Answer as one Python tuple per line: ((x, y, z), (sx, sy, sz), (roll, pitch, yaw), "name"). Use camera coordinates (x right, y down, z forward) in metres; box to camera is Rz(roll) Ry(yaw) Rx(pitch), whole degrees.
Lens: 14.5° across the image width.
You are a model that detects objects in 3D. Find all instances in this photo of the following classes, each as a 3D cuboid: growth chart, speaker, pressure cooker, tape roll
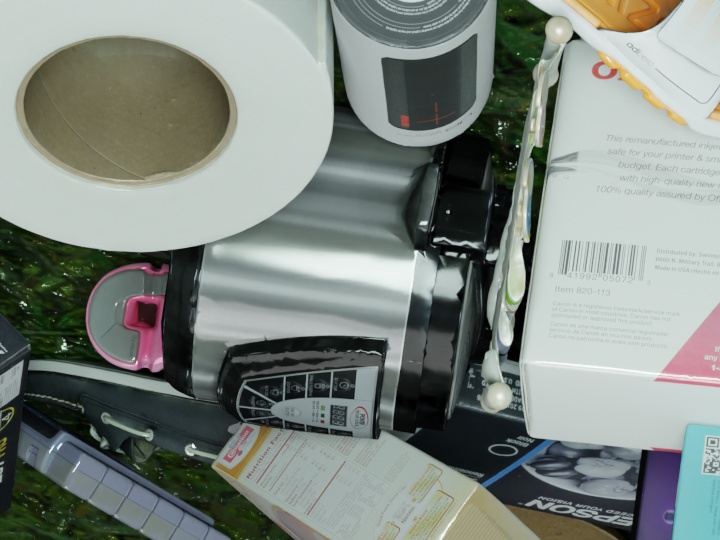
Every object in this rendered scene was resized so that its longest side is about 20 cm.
((0.079, -0.024, 1.398), (0.018, 0.201, 0.145), (9, -178, 1), "growth chart")
((0.027, -0.121, 1.381), (0.081, 0.082, 0.200), (9, 170, 3), "speaker")
((0.000, -0.003, 1.540), (0.199, 0.176, 0.180), (9, 109, 2), "pressure cooker")
((-0.112, -0.125, 1.396), (0.202, 0.140, 0.203), (-1, 140, -1), "tape roll")

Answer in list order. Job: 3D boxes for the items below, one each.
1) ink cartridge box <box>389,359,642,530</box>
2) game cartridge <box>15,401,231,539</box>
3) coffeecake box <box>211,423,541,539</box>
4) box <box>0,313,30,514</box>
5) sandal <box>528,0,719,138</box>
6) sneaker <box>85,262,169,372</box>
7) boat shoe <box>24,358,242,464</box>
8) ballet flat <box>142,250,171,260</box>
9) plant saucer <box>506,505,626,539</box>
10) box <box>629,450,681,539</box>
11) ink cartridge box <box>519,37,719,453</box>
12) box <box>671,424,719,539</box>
((0.105, 0.114, 1.734), (0.197, 0.044, 0.200), (14, 157, -18), "ink cartridge box")
((-0.175, 0.128, 1.820), (0.130, 0.038, 0.200), (39, 172, -29), "game cartridge")
((0.031, 0.154, 1.608), (0.153, 0.073, 0.200), (44, 169, -37), "coffeecake box")
((-0.275, 0.056, 1.748), (0.161, 0.049, 0.200), (46, 151, 18), "box")
((0.141, -0.137, 1.388), (0.206, 0.079, 0.059), (30, 142, -22), "sandal")
((-0.065, 0.040, 1.729), (0.199, 0.079, 0.095), (10, 168, 4), "sneaker")
((-0.136, 0.092, 1.779), (0.199, 0.061, 0.075), (6, 180, 34), "boat shoe")
((-0.141, -0.050, 1.572), (0.068, 0.068, 0.200), (-2, 167, 17), "ballet flat")
((0.100, 0.191, 1.915), (0.199, 0.036, 0.201), (8, 146, 5), "plant saucer")
((0.229, 0.106, 1.596), (0.140, 0.201, 0.079), (8, 164, 2), "box")
((0.166, -0.013, 1.454), (0.146, 0.201, 0.083), (5, 149, 9), "ink cartridge box")
((0.183, 0.171, 1.451), (0.049, 0.083, 0.200), (6, 141, 9), "box")
